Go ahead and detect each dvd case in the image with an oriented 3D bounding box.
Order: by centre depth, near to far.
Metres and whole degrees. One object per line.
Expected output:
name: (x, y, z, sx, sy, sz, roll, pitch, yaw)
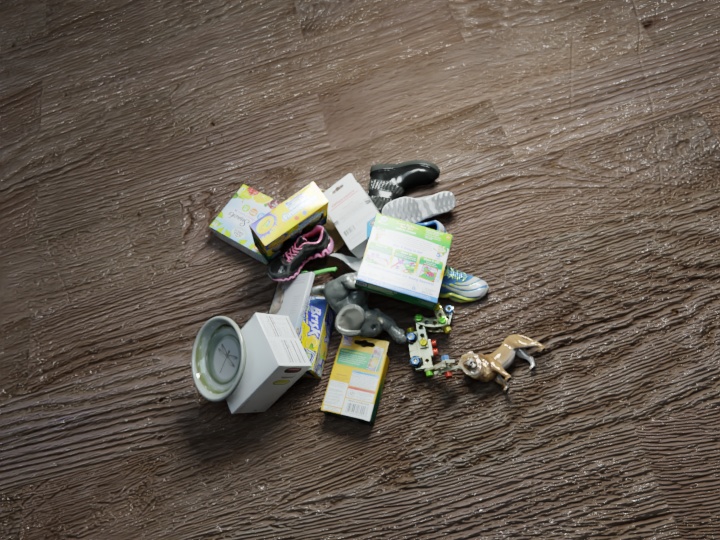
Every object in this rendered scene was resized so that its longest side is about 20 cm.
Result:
dvd case: (-0.193, 0.102, 1.624, 0.142, 0.018, 0.201, -11, 57, 43)

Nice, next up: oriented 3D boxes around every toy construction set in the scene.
toy construction set: (0.178, 0.179, 1.499, 0.131, 0.092, 0.201, -12, 51, 7)

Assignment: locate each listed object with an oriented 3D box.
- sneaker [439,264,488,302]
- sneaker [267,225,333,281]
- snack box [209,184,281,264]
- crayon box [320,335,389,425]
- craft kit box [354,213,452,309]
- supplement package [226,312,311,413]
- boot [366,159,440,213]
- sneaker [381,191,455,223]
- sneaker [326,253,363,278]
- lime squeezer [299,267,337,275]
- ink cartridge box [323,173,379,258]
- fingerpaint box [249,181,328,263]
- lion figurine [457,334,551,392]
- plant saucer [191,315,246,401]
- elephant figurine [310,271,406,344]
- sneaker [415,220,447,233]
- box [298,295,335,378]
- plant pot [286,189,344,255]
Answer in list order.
sneaker: (0.218, 0.024, 1.553, 0.199, 0.105, 0.076, 5, 64, 16)
sneaker: (-0.163, -0.052, 1.626, 0.200, 0.096, 0.079, -36, 62, -16)
snack box: (-0.304, -0.134, 1.780, 0.200, 0.068, 0.169, 28, 71, 25)
crayon box: (-0.006, 0.264, 1.516, 0.125, 0.052, 0.201, 9, 67, 17)
craft kit box: (0.106, -0.025, 1.495, 0.199, 0.049, 0.198, 17, 64, 2)
supplement package: (-0.244, 0.228, 1.510, 0.200, 0.111, 0.156, -46, 57, 25)
boot: (0.113, -0.216, 1.716, 0.210, 0.079, 0.158, -3, 60, 18)
sneaker: (0.154, -0.160, 1.668, 0.199, 0.082, 0.075, -9, 86, -8)
sneaker: (0.000, 0.000, 1.654, 0.200, 0.073, 0.085, 25, 36, 32)
lime squeezer: (-0.159, -0.012, 1.693, 0.200, 0.038, 0.071, 23, 88, 35)
ink cartridge box: (-0.013, -0.147, 1.644, 0.116, 0.067, 0.200, -36, 60, 9)
fingerpaint box: (-0.182, -0.121, 1.612, 0.200, 0.167, 0.073, -36, 81, -13)
lion figurine: (0.338, 0.204, 1.463, 0.200, 0.073, 0.122, -30, 47, -19)
plant saucer: (-0.326, 0.211, 1.476, 0.200, 0.050, 0.201, -10, 75, 39)
elephant figurine: (-0.003, 0.109, 1.525, 0.141, 0.155, 0.201, -11, 81, -38)
sneaker: (0.133, -0.082, 1.642, 0.199, 0.082, 0.074, -21, 63, 4)
box: (-0.117, 0.168, 1.580, 0.064, 0.070, 0.201, 3, 64, 19)
plant pot: (-0.126, -0.129, 1.721, 0.199, 0.027, 0.201, 1, 74, -5)
